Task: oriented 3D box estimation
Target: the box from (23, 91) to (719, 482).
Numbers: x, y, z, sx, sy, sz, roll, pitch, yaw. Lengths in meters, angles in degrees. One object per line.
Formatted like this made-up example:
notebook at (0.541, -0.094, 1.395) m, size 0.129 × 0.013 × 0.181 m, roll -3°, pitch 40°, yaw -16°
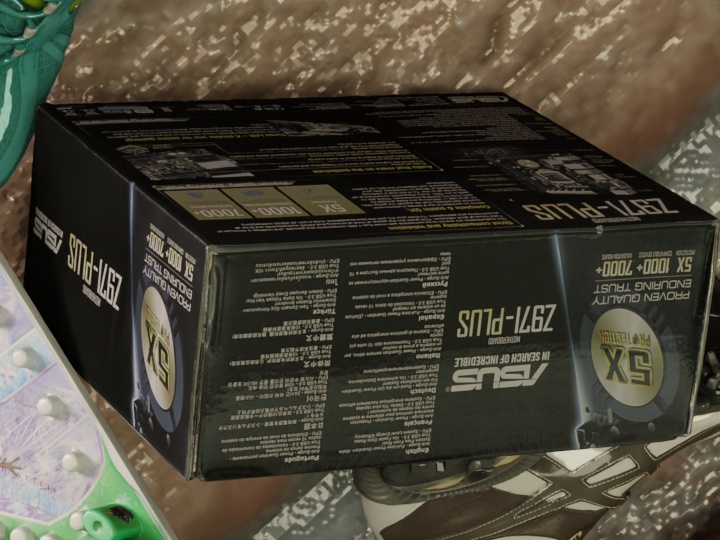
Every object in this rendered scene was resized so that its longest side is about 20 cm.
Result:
box at (0.000, 0.000, 1.069) m, size 0.200 × 0.164 × 0.086 m, roll -3°, pitch 111°, yaw -27°

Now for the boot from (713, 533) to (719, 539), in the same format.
boot at (0.174, 0.099, 1.215) m, size 0.201 × 0.071 × 0.144 m, roll 10°, pitch 98°, yaw -16°

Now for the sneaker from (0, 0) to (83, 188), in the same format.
sneaker at (-0.124, -0.117, 1.074) m, size 0.077 × 0.080 × 0.200 m, roll 11°, pitch 105°, yaw -29°

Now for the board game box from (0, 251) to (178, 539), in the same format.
board game box at (-0.187, 0.082, 1.074) m, size 0.200 × 0.026 × 0.200 m, roll -38°, pitch 77°, yaw 21°

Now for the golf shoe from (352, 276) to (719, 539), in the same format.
golf shoe at (0.089, 0.063, 1.188) m, size 0.200 × 0.078 × 0.095 m, roll -12°, pitch 134°, yaw -13°
